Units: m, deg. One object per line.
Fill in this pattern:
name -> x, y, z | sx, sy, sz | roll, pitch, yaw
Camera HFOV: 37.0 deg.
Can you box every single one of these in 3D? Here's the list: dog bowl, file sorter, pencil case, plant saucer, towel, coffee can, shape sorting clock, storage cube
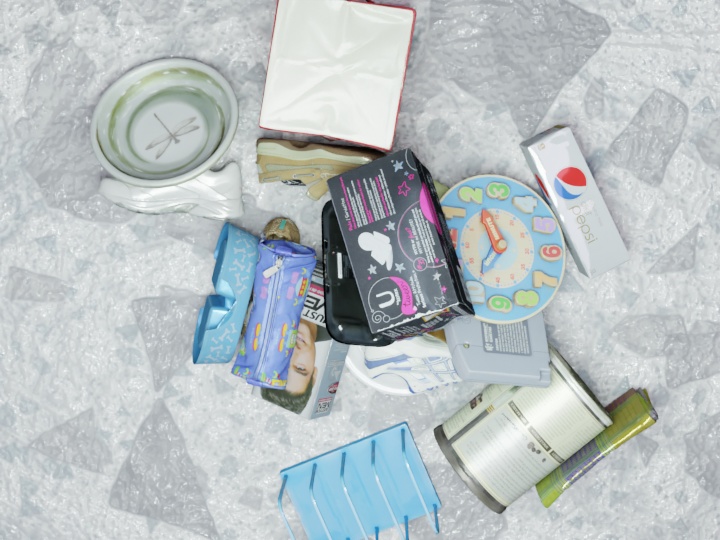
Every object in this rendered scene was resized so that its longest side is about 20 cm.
dog bowl -> -0.183, 0.036, 1.468 | 0.049, 0.111, 0.201 | 13, 101, -15
file sorter -> 0.000, 0.328, 1.511 | 0.199, 0.123, 0.139 | -22, 100, 5
pencil case -> -0.114, 0.056, 1.408 | 0.078, 0.087, 0.201 | 14, 96, 9
plant saucer -> -0.255, -0.187, 1.424 | 0.199, 0.050, 0.201 | -2, 64, 5
towel -> 0.320, 0.237, 1.473 | 0.200, 0.144, 0.023 | -41, 94, 9
coffee can -> 0.221, 0.212, 1.470 | 0.200, 0.146, 0.146 | -40, 98, 8
shape sorting clock -> 0.180, -0.029, 1.413 | 0.199, 0.039, 0.201 | 3, 77, -14
storage cube -> -0.027, -0.259, 1.368 | 0.170, 0.180, 0.201 | 11, 102, -1

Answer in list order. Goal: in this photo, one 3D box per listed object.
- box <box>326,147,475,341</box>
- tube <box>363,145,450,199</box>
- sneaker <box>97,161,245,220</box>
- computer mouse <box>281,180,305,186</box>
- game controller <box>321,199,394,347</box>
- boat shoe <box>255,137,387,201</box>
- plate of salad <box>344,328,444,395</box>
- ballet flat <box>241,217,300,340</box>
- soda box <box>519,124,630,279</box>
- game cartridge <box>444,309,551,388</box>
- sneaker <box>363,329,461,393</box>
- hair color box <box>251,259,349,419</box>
box -> 0.050, -0.026, 1.319 | 0.114, 0.132, 0.201 | -19, 77, 12
tube -> 0.081, -0.104, 1.457 | 0.199, 0.052, 0.058 | 29, 112, -6
sneaker -> -0.253, -0.123, 1.461 | 0.199, 0.078, 0.100 | 4, 92, -6
computer mouse -> -0.034, -0.100, 1.478 | 0.200, 0.034, 0.059 | 31, 90, 2
game controller -> 0.000, 0.000, 1.404 | 0.104, 0.042, 0.201 | 3, 70, -17
boat shoe -> -0.052, -0.129, 1.409 | 0.199, 0.072, 0.077 | 10, 98, 36
plate of salad -> 0.061, 0.073, 1.497 | 0.199, 0.048, 0.201 | 0, 93, -1
ballet flat -> -0.131, 0.026, 1.483 | 0.070, 0.065, 0.201 | 10, 101, 2
soda box -> 0.287, -0.093, 1.447 | 0.063, 0.068, 0.201 | -27, 99, 3
game cartridge -> 0.176, 0.062, 1.425 | 0.133, 0.201, 0.042 | 4, 142, -6
sneaker -> 0.102, 0.126, 1.450 | 0.199, 0.075, 0.088 | 15, 106, 4
hair color box -> -0.069, 0.090, 1.466 | 0.099, 0.061, 0.201 | 19, 98, 25
